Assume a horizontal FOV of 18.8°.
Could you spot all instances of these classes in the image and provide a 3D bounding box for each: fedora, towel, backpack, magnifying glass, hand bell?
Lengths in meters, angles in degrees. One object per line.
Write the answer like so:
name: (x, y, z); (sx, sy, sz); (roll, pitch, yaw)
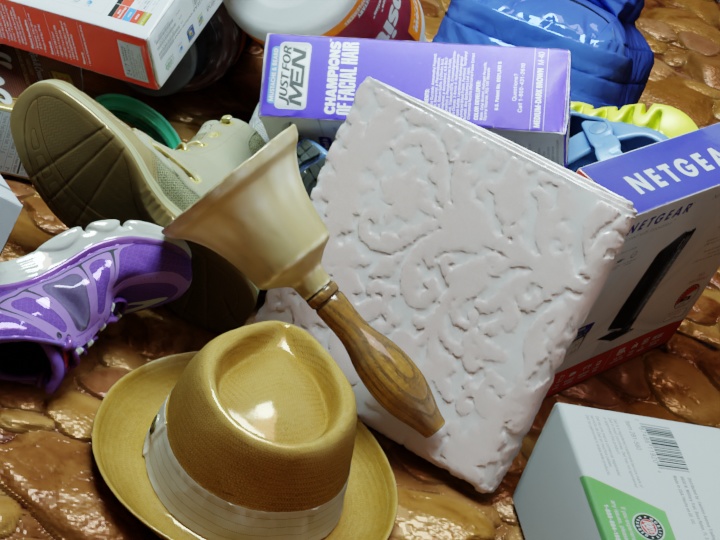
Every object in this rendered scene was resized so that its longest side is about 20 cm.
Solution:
fedora: (-0.057, 0.090, 1.258); (0.200, 0.082, 0.201); (16, 31, -10)
towel: (0.046, 0.007, 1.346); (0.191, 0.200, 0.032); (29, 12, 15)
backpack: (0.132, -0.168, 1.664); (0.162, 0.168, 0.200); (18, 14, 14)
magnifying glass: (-0.161, -0.056, 1.470); (0.080, 0.022, 0.200); (29, 33, -17)
hand bell: (-0.018, 0.021, 1.321); (0.200, 0.104, 0.104); (51, 33, -4)

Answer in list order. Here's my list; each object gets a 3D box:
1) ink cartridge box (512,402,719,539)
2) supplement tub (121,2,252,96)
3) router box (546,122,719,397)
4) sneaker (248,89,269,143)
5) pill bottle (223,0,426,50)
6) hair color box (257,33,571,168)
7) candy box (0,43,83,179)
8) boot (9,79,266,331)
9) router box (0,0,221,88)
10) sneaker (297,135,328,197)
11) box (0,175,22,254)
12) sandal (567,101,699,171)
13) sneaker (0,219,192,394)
ink cartridge box: (0.209, 0.166, 1.299); (0.200, 0.084, 0.146); (11, 33, -17)
supplement tub: (-0.126, -0.201, 1.644); (0.107, 0.107, 0.200); (23, 32, 4)
router box: (0.176, -0.005, 1.448); (0.200, 0.180, 0.049); (-19, 57, -46)
sneaker: (0.002, -0.066, 1.542); (0.200, 0.081, 0.088); (30, 66, 5)
pill bottle: (-0.019, -0.191, 1.616); (0.113, 0.113, 0.200); (37, 0, 24)
hair color box: (0.039, -0.107, 1.444); (0.200, 0.065, 0.109); (2, -14, 6)
candy box: (-0.290, -0.127, 1.480); (0.200, 0.057, 0.117); (12, 31, -17)
boot: (-0.130, -0.068, 1.427); (0.200, 0.073, 0.155); (42, 29, -10)
router box: (-0.170, -0.231, 1.490); (0.179, 0.049, 0.200); (18, 57, 20)
sneaker: (0.000, 0.000, 1.419); (0.200, 0.075, 0.078); (58, 17, 6)
box: (-0.289, -0.070, 1.303); (0.156, 0.041, 0.200); (26, 3, -18)
sandal: (0.135, -0.078, 1.522); (0.200, 0.080, 0.087); (5, 40, 30)
sneaker: (-0.181, 0.033, 1.302); (0.200, 0.081, 0.083); (-20, 63, -36)
